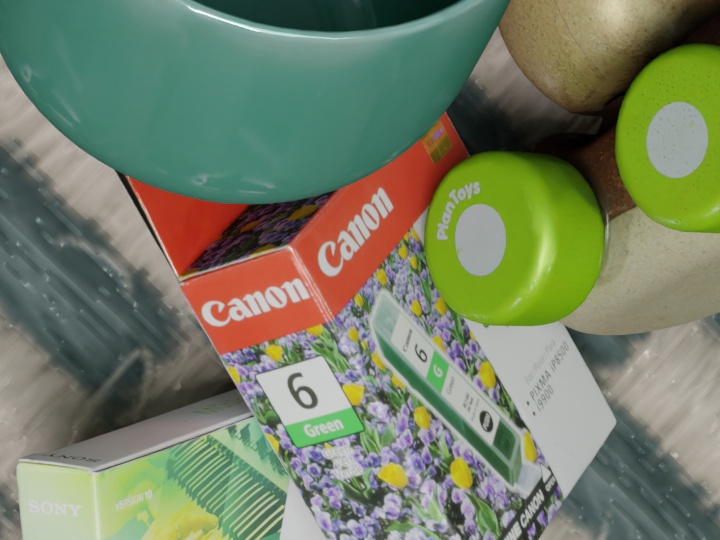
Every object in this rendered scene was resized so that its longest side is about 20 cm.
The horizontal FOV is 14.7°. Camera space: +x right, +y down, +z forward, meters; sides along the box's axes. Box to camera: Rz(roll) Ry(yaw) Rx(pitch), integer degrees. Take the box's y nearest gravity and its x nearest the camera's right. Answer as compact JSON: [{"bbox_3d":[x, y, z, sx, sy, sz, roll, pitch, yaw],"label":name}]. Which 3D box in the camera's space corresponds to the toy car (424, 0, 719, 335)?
[{"bbox_3d":[0.103,-0.091,0.893,0.164,0.158,0.200,1,69,-46],"label":"toy car"}]

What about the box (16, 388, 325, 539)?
[{"bbox_3d":[-0.043,0.142,0.880,0.144,0.036,0.200,-18,105,-55],"label":"box"}]

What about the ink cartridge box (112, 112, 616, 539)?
[{"bbox_3d":[0.000,0.000,0.881,0.200,0.050,0.109,61,38,-17],"label":"ink cartridge box"}]

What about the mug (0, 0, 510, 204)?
[{"bbox_3d":[-0.019,-0.097,0.804,0.185,0.114,0.152,-6,61,-21],"label":"mug"}]
